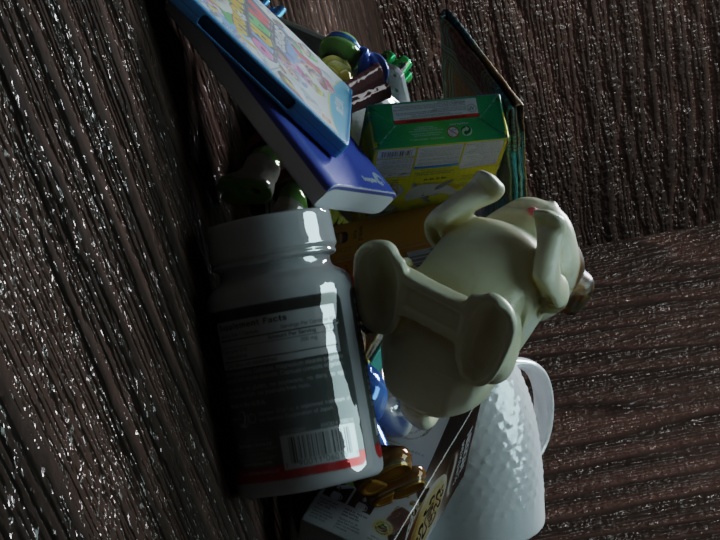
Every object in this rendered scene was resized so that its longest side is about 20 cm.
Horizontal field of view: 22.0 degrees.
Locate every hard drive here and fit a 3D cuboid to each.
[{"bbox_3d":[-0.061,-0.131,1.456,0.201,0.025,0.132,53,17,15],"label":"hard drive"}]

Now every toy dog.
[{"bbox_3d":[0.107,0.021,1.449,0.200,0.138,0.196,-39,137,-44],"label":"toy dog"}]

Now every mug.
[{"bbox_3d":[0.116,0.153,1.777,0.199,0.147,0.178,-17,107,-42],"label":"mug"}]

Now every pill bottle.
[{"bbox_3d":[-0.053,0.061,1.385,0.114,0.113,0.202,17,64,-84],"label":"pill bottle"}]

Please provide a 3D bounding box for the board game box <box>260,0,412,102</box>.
[{"bbox_3d":[-0.016,-0.173,1.877,0.026,0.199,0.201,-49,148,-24],"label":"board game box"}]

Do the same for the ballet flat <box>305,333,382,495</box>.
[{"bbox_3d":[-0.022,0.094,1.583,0.068,0.072,0.202,91,22,-69],"label":"ballet flat"}]

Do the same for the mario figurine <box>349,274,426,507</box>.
[{"bbox_3d":[0.003,0.078,1.487,0.201,0.105,0.124,65,-31,23],"label":"mario figurine"}]

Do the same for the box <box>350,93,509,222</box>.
[{"bbox_3d":[0.054,-0.080,1.585,0.200,0.116,0.049,103,-20,-63],"label":"box"}]

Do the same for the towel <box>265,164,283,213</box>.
[{"bbox_3d":[-0.062,-0.013,1.837,0.192,0.032,0.202,71,10,-52],"label":"towel"}]

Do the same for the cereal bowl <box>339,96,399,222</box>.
[{"bbox_3d":[0.018,-0.107,1.743,0.200,0.083,0.200,47,15,-17],"label":"cereal bowl"}]

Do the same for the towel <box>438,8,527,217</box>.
[{"bbox_3d":[0.106,-0.110,1.627,0.201,0.022,0.147,82,-19,-47],"label":"towel"}]

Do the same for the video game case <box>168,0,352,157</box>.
[{"bbox_3d":[-0.083,-0.182,1.439,0.200,0.018,0.143,43,17,-15],"label":"video game case"}]

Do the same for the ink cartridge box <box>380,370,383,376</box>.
[{"bbox_3d":[0.006,0.219,1.765,0.201,0.043,0.175,-94,-174,-48],"label":"ink cartridge box"}]

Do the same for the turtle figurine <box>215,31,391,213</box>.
[{"bbox_3d":[-0.085,-0.127,1.594,0.144,0.198,0.195,114,-6,-59],"label":"turtle figurine"}]

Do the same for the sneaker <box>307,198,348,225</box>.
[{"bbox_3d":[-0.022,-0.056,1.780,0.200,0.075,0.076,58,23,-71],"label":"sneaker"}]

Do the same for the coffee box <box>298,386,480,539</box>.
[{"bbox_3d":[0.023,0.190,1.562,0.200,0.079,0.114,-55,161,-42],"label":"coffee box"}]

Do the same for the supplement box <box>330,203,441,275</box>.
[{"bbox_3d":[0.000,0.000,1.578,0.067,0.198,0.069,-88,166,-62],"label":"supplement box"}]
